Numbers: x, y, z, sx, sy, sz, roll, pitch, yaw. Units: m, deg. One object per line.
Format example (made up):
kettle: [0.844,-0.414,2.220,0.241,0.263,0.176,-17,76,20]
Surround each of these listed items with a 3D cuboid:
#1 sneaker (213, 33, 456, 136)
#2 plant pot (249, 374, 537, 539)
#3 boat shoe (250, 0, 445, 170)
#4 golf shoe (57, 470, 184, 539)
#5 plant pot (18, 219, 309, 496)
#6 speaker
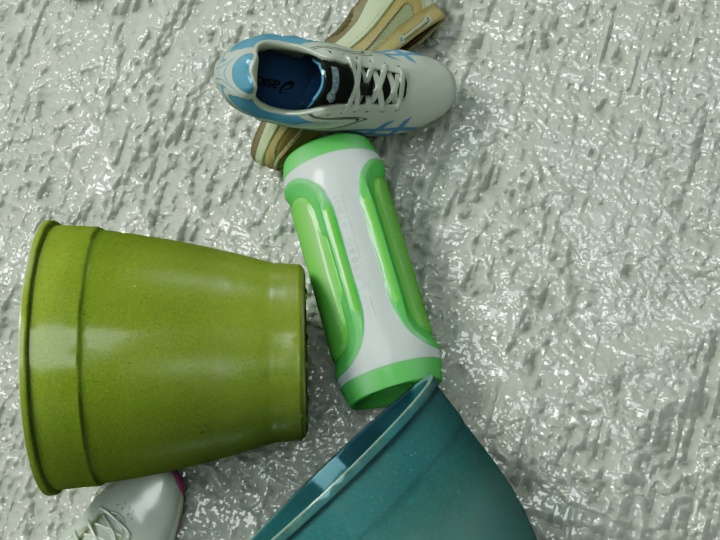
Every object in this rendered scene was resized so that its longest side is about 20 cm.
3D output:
sneaker: [-0.011,-0.138,0.927,0.198,0.072,0.073,0,103,-25]
plant pot: [0.040,0.208,0.834,0.200,0.200,0.188,-43,88,-4]
boat shoe: [-0.006,-0.152,0.993,0.076,0.072,0.200,39,86,0]
golf shoe: [-0.207,0.226,0.913,0.075,0.092,0.201,34,81,16]
plant pot: [-0.134,0.061,0.903,0.191,0.201,0.202,-2,75,-2]
speaker: [0.000,0.000,0.940,0.088,0.088,0.202,-17,74,4]
